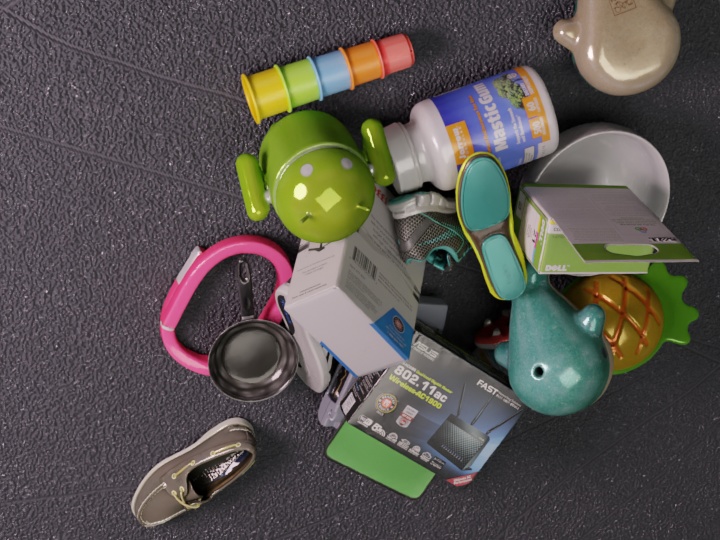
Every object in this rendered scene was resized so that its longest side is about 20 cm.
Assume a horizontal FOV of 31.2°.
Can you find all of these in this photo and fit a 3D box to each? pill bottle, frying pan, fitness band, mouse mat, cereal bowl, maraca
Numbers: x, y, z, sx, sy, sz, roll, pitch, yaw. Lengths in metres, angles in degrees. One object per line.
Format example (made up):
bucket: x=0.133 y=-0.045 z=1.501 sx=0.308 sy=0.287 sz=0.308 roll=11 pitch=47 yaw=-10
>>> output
pill bottle: x=0.126 y=-0.162 z=1.540 sx=0.198 sy=0.112 sz=0.113 roll=-20 pitch=122 yaw=-6
frying pan: x=-0.151 y=0.081 z=1.601 sx=0.114 sy=0.031 sz=0.191 roll=-28 pitch=115 yaw=0
fitness band: x=-0.166 y=0.044 z=1.611 sx=0.143 sy=0.037 sz=0.201 roll=23 pitch=111 yaw=-26
mouse mat: x=0.064 y=0.196 z=1.693 sx=0.160 sy=0.008 sz=0.201 roll=29 pitch=103 yaw=-19
cereal bowl: x=0.286 y=-0.099 z=1.640 sx=0.198 sy=0.083 sz=0.202 roll=-7 pitch=119 yaw=-13
maraca: x=0.342 y=0.060 z=1.673 sx=0.198 sy=0.107 sz=0.138 roll=-15 pitch=83 yaw=-12

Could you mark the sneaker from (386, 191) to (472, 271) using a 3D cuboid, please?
sneaker: x=0.108 y=-0.043 z=1.583 sx=0.199 sy=0.077 sz=0.092 roll=1 pitch=82 yaw=-43

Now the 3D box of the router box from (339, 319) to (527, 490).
router box: x=0.096 y=0.169 z=1.649 sx=0.199 sy=0.062 sz=0.150 roll=31 pitch=101 yaw=-21

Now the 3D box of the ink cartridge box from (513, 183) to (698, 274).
ink cartridge box: x=0.280 y=-0.027 z=1.511 sx=0.146 sy=0.200 sz=0.076 roll=0 pitch=119 yaw=-16

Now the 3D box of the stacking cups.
stacking cups: x=-0.036 y=-0.230 z=1.488 sx=0.199 sy=0.061 sz=0.061 roll=-21 pitch=122 yaw=-7

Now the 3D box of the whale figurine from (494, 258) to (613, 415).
whale figurine: x=0.224 y=0.081 z=1.585 sx=0.158 sy=0.104 sz=0.201 roll=-24 pitch=85 yaw=32

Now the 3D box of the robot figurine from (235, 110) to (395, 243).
robot figurine: x=-0.050 y=-0.107 z=1.466 sx=0.174 sy=0.200 sz=0.116 roll=-14 pitch=122 yaw=-8

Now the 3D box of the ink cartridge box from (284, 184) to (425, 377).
ink cartridge box: x=0.000 y=0.000 z=1.536 sx=0.084 sy=0.201 sz=0.146 roll=-22 pitch=128 yaw=32

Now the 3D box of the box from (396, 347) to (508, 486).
box: x=0.123 y=0.200 z=1.757 sx=0.049 sy=0.082 sz=0.200 roll=38 pitch=103 yaw=-29

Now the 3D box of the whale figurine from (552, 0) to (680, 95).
whale figurine: x=0.298 y=-0.308 z=1.536 sx=0.158 sy=0.104 sz=0.201 roll=-23 pitch=98 yaw=-2

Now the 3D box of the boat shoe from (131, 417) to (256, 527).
boat shoe: x=-0.221 y=0.276 z=1.708 sx=0.201 sy=0.060 sz=0.072 roll=-38 pitch=122 yaw=6

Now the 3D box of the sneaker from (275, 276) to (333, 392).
sneaker: x=-0.038 y=0.064 z=1.641 sx=0.112 sy=0.073 sz=0.201 roll=-40 pitch=146 yaw=-24

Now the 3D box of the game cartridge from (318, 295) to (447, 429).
game cartridge: x=0.034 y=0.119 z=1.691 sx=0.133 sy=0.040 sz=0.201 roll=7 pitch=117 yaw=-37

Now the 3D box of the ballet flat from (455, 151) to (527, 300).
ballet flat: x=0.150 y=-0.057 z=1.532 sx=0.066 sy=0.067 sz=0.201 roll=-19 pitch=118 yaw=-1

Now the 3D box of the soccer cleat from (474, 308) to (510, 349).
soccer cleat: x=0.251 y=0.089 z=1.742 sx=0.198 sy=0.069 sz=0.086 roll=-15 pitch=111 yaw=-14
